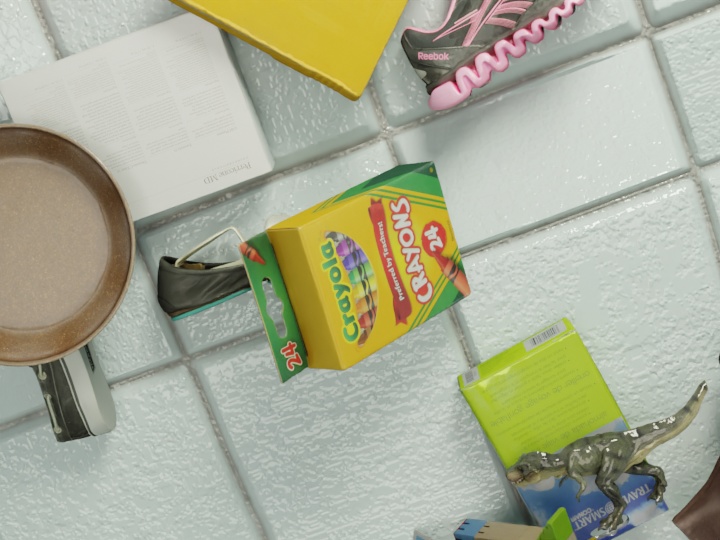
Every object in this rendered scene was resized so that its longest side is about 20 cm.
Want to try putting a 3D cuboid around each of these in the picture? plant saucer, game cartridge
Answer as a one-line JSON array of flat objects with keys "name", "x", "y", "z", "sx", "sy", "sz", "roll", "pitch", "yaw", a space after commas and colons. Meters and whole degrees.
[{"name": "plant saucer", "x": -0.287, "y": -0.021, "z": 1.034, "sx": 0.198, "sy": 0.037, "sz": 0.203, "roll": 0, "pitch": 92, "yaw": -2}, {"name": "game cartridge", "x": -0.051, "y": -0.265, "z": 1.019, "sx": 0.199, "sy": 0.032, "sz": 0.178, "roll": 28, "pitch": 84, "yaw": -9}]

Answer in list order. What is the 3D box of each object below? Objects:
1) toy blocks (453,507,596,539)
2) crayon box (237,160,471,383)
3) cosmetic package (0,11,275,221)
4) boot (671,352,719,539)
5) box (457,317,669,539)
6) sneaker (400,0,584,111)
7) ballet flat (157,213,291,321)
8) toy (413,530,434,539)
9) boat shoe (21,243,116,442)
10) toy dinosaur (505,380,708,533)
[{"name": "toy blocks", "x": 0.155, "y": 0.314, "z": 1.141, "sx": 0.136, "sy": 0.100, "sz": 0.202, "roll": -4, "pitch": 114, "yaw": 45}, {"name": "crayon box", "x": 0.000, "y": 0.000, "z": 1.035, "sx": 0.199, "sy": 0.051, "sz": 0.128, "roll": -29, "pitch": 108, "yaw": -37}, {"name": "cosmetic package", "x": -0.192, "y": -0.126, "z": 1.065, "sx": 0.198, "sy": 0.052, "sz": 0.152, "roll": -19, "pitch": 101, "yaw": 4}, {"name": "boot", "x": 0.348, "y": 0.177, "z": 1.112, "sx": 0.166, "sy": 0.072, "sz": 0.200, "roll": -42, "pitch": 105, "yaw": 7}, {"name": "box", "x": 0.189, "y": 0.160, "z": 1.139, "sx": 0.121, "sy": 0.048, "sz": 0.201, "roll": -28, "pitch": 103, "yaw": 7}, {"name": "sneaker", "x": 0.119, "y": -0.226, "z": 1.037, "sx": 0.199, "sy": 0.079, "sz": 0.096, "roll": -37, "pitch": 90, "yaw": 7}, {"name": "ballet flat", "x": -0.091, "y": -0.010, "z": 1.089, "sx": 0.198, "sy": 0.068, "sz": 0.069, "roll": -15, "pitch": 95, "yaw": 3}, {"name": "toy", "x": 0.099, "y": 0.328, "z": 1.110, "sx": 0.047, "sy": 0.199, "sz": 0.117, "roll": -13, "pitch": 107, "yaw": -36}, {"name": "boat shoe", "x": -0.281, "y": 0.063, "z": 1.102, "sx": 0.063, "sy": 0.071, "sz": 0.202, "roll": -15, "pitch": 105, "yaw": 2}, {"name": "toy dinosaur", "x": 0.234, "y": 0.177, "z": 1.099, "sx": 0.198, "sy": 0.047, "sz": 0.089, "roll": -21, "pitch": 97, "yaw": -1}]
